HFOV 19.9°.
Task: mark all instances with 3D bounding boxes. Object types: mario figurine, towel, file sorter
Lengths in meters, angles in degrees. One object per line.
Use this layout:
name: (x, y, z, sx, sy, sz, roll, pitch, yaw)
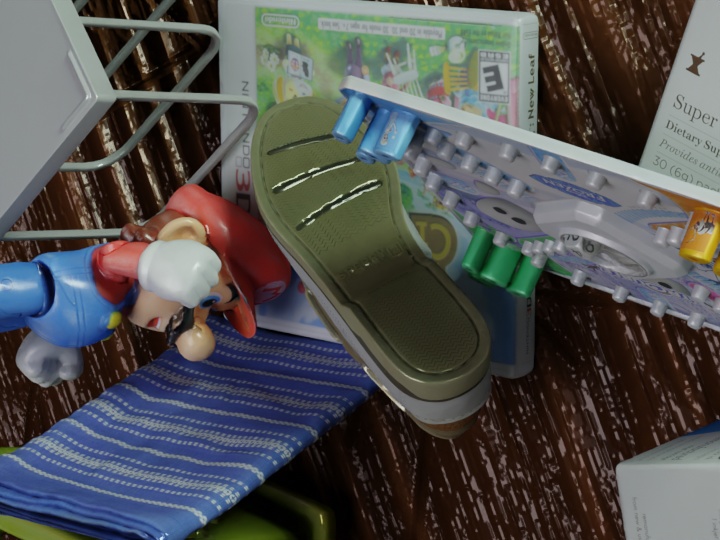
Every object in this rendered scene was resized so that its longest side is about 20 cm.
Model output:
mario figurine: (-0.131, 0.025, 1.064, 0.123, 0.200, 0.106, -130, 30, -63)
towel: (-0.088, 0.078, 1.058, 0.145, 0.200, 0.024, 8, 120, 38)
file sorter: (-0.166, -0.130, 1.106, 0.139, 0.124, 0.200, -44, 63, 37)

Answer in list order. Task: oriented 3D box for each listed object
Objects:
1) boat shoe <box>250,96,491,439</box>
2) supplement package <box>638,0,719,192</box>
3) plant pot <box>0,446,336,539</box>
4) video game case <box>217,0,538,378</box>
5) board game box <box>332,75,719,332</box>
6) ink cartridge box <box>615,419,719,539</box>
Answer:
boat shoe: (0.000, 0.000, 1.016, 0.068, 0.075, 0.200, 86, 160, -53)
supplement package: (0.215, -0.112, 0.815, 0.121, 0.120, 0.200, 31, 118, 31)
plant pot: (-0.127, 0.200, 1.129, 0.200, 0.181, 0.199, 17, 111, 35)
video game case: (0.005, -0.048, 1.067, 0.200, 0.022, 0.182, 10, 106, 38)
board game box: (0.104, -0.007, 0.876, 0.200, 0.200, 0.026, 20, 79, 28)
ink cartridge box: (0.224, 0.099, 0.860, 0.200, 0.116, 0.067, -5, 96, 40)
